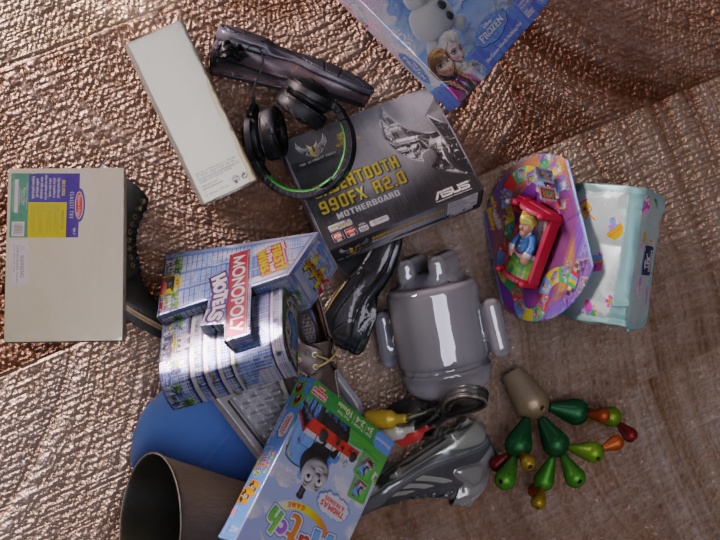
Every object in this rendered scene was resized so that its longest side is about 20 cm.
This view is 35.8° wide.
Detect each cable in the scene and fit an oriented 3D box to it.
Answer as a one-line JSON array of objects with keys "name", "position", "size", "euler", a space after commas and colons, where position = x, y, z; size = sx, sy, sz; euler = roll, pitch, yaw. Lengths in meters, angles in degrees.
[{"name": "cable", "position": [0.085, 0.180, 1.320], "size": [0.097, 0.200, 0.050], "euler": [34, 59, -30]}]

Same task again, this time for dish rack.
[{"name": "dish rack", "position": [-0.098, 0.151, 1.335], "size": [0.200, 0.044, 0.172], "euler": [54, 45, -9]}]

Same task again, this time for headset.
[{"name": "headset", "position": [-0.091, -0.175, 1.270], "size": [0.123, 0.094, 0.200], "euler": [-35, 84, 12]}]

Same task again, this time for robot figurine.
[{"name": "robot figurine", "position": [0.097, 0.078, 1.359], "size": [0.169, 0.113, 0.200], "euler": [-6, 96, 28]}]

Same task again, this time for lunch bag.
[{"name": "lunch bag", "position": [0.292, -0.019, 1.342], "size": [0.122, 0.200, 0.171], "euler": [9, 91, -10]}]

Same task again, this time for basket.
[{"name": "basket", "position": [-0.156, 0.307, 1.284], "size": [0.200, 0.180, 0.136], "euler": [17, 130, -36]}]

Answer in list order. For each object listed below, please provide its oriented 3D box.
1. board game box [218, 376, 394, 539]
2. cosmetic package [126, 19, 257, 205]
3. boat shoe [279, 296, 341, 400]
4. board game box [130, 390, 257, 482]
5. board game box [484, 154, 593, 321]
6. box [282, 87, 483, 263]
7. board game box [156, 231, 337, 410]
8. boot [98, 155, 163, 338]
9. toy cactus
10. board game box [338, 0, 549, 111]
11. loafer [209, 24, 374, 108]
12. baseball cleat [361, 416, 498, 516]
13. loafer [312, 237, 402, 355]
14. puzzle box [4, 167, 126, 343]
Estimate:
[{"name": "board game box", "position": [-0.056, 0.245, 1.260], "size": [0.151, 0.037, 0.200], "euler": [42, 64, -34]}, {"name": "cosmetic package", "position": [-0.197, -0.180, 1.298], "size": [0.073, 0.104, 0.200], "euler": [-25, 99, -8]}, {"name": "boat shoe", "position": [-0.062, 0.090, 1.322], "size": [0.072, 0.059, 0.200], "euler": [-8, 77, -46]}, {"name": "board game box", "position": [-0.178, 0.210, 1.359], "size": [0.200, 0.039, 0.158], "euler": [41, 89, -20]}, {"name": "board game box", "position": [0.195, -0.040, 1.328], "size": [0.039, 0.158, 0.200], "euler": [5, 67, -34]}, {"name": "box", "position": [0.024, -0.114, 1.331], "size": [0.200, 0.048, 0.159], "euler": [-21, 67, -7]}, {"name": "board game box", "position": [-0.126, 0.039, 1.249], "size": [0.200, 0.200, 0.062], "euler": [-18, 131, 13]}, {"name": "boot", "position": [-0.269, -0.025, 1.314], "size": [0.200, 0.077, 0.138], "euler": [40, 82, -11]}, {"name": "toy cactus", "position": [0.236, 0.199, 1.409], "size": [0.200, 0.102, 0.165], "euler": [-27, 74, -12]}, {"name": "board game box", "position": [0.103, -0.332, 1.345], "size": [0.199, 0.043, 0.200], "euler": [42, 72, -9]}, {"name": "loafer", "position": [-0.085, -0.232, 1.338], "size": [0.200, 0.072, 0.063], "euler": [22, 108, -4]}, {"name": "baseball cleat", "position": [0.083, 0.269, 1.392], "size": [0.200, 0.070, 0.107], "euler": [-32, 98, -5]}, {"name": "loafer", "position": [0.000, 0.000, 1.361], "size": [0.072, 0.073, 0.200], "euler": [19, 89, -6]}, {"name": "puzzle box", "position": [-0.332, -0.018, 1.262], "size": [0.133, 0.025, 0.200], "euler": [0, 82, -2]}]
